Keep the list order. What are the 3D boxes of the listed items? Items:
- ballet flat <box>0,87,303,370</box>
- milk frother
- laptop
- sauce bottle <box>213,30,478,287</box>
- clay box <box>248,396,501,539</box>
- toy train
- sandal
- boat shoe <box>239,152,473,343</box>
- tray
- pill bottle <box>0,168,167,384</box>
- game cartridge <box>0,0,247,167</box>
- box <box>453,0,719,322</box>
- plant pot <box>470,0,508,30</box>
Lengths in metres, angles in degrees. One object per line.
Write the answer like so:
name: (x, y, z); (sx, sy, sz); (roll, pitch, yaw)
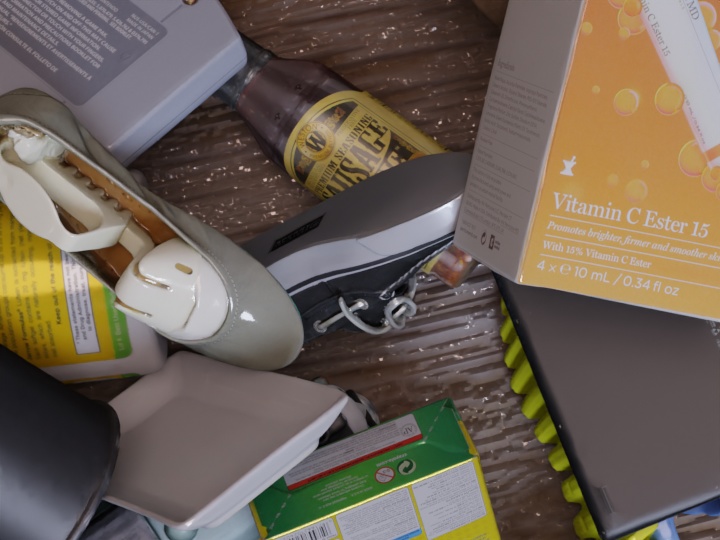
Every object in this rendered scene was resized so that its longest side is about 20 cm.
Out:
ballet flat: (-0.118, -0.011, 1.142); (0.200, 0.064, 0.067); (40, 120, 4)
milk frother: (-0.248, 0.113, 1.114); (0.188, 0.200, 0.180); (36, 129, -26)
laptop: (0.186, 0.020, 1.234); (0.200, 0.116, 0.188); (-22, 84, 4)
sauce bottle: (-0.012, -0.069, 1.264); (0.200, 0.066, 0.066); (33, 85, 5)
clay box: (0.018, 0.161, 1.197); (0.115, 0.200, 0.048); (-21, 48, -4)
toy train: (-0.075, 0.127, 1.217); (0.200, 0.114, 0.085); (-33, 85, -3)
sandal: (0.140, 0.075, 1.246); (0.087, 0.079, 0.200); (-20, 86, -19)
boat shoe: (-0.001, 0.002, 1.214); (0.199, 0.074, 0.068); (-26, 113, 30)
tray: (-0.086, 0.088, 1.159); (0.107, 0.200, 0.022); (-37, 110, -21)
pill bottle: (-0.208, 0.011, 1.233); (0.199, 0.111, 0.111); (-7, 84, 0)
game cartridge: (-0.161, -0.138, 1.245); (0.133, 0.040, 0.200); (-43, 62, -15)
box: (0.136, -0.088, 1.102); (0.124, 0.097, 0.201); (10, 99, -18)
plant pot: (0.117, -0.220, 1.228); (0.174, 0.200, 0.200); (-35, 84, 14)
